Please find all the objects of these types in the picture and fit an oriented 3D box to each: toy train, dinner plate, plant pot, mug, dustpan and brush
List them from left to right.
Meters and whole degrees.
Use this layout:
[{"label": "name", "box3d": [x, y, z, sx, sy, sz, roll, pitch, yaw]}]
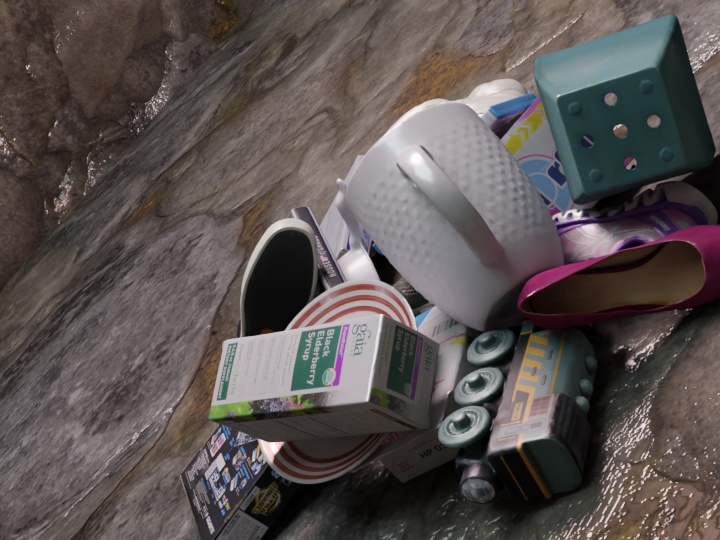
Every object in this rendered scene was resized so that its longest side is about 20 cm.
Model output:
[{"label": "dinner plate", "box3d": [-0.019, 0.103, 1.262, 0.200, 0.024, 0.200, -27, 48, 34]}, {"label": "dustpan and brush", "box3d": [0.000, 0.000, 1.457, 0.057, 0.200, 0.140, -29, 19, -5]}, {"label": "mug", "box3d": [0.087, -0.045, 1.209, 0.148, 0.175, 0.200, -38, -24, 3]}, {"label": "toy train", "box3d": [0.140, 0.111, 1.140, 0.114, 0.085, 0.200, -14, 29, 28]}, {"label": "plant pot", "box3d": [0.234, -0.135, 1.229, 0.141, 0.141, 0.200, -16, 10, 15]}]

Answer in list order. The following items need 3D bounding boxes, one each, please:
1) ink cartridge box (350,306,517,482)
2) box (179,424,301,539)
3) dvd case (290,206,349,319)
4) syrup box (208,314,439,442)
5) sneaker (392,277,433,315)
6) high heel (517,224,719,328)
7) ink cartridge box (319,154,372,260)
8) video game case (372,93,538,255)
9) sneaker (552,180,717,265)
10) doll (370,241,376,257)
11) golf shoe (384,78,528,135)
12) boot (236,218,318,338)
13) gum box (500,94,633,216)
[{"label": "ink cartridge box", "box3d": [0.070, 0.116, 1.264, 0.115, 0.068, 0.200, -32, 23, 33]}, {"label": "box", "box3d": [-0.101, 0.183, 1.433, 0.199, 0.050, 0.200, -52, 20, 2]}, {"label": "dvd case", "box3d": [-0.032, 0.044, 1.435, 0.025, 0.150, 0.200, -13, 34, -9]}, {"label": "syrup box", "box3d": [-0.033, 0.097, 1.197, 0.200, 0.081, 0.079, -12, 61, 43]}, {"label": "sneaker", "box3d": [0.098, -0.030, 1.467, 0.200, 0.091, 0.078, -35, 21, 19]}, {"label": "high heel", "box3d": [0.228, 0.011, 1.116, 0.200, 0.067, 0.096, -19, -1, 27]}, {"label": "ink cartridge box", "box3d": [-0.036, -0.011, 1.683, 0.200, 0.041, 0.200, -58, 14, 37]}, {"label": "video game case", "box3d": [0.104, -0.104, 1.463, 0.200, 0.018, 0.143, -50, -10, 26]}, {"label": "sneaker", "box3d": [0.220, -0.009, 1.230, 0.200, 0.080, 0.088, -22, 37, 42]}, {"label": "doll", "box3d": [0.043, -0.076, 1.689, 0.136, 0.048, 0.200, -57, 10, -17]}, {"label": "golf shoe", "box3d": [0.120, -0.170, 1.682, 0.200, 0.075, 0.092, -23, 34, 2]}, {"label": "boot", "box3d": [-0.093, 0.025, 1.429, 0.144, 0.072, 0.200, -103, 25, -69]}, {"label": "gum box", "box3d": [0.164, -0.073, 1.377, 0.200, 0.113, 0.066, -49, -1, -15]}]
